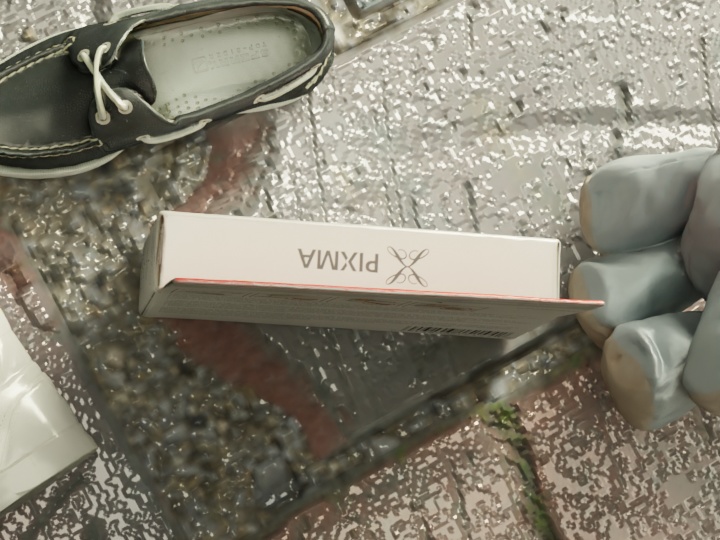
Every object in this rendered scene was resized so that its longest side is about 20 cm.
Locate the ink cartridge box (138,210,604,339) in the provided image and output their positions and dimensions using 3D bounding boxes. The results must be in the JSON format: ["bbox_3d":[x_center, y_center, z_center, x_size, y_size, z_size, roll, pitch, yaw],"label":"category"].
[{"bbox_3d":[0.000,0.000,1.014,0.198,0.176,0.045,4,82,-10],"label":"ink cartridge box"}]

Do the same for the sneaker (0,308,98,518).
[{"bbox_3d":[-0.240,0.093,1.017,0.199,0.074,0.116,-33,88,-22],"label":"sneaker"}]

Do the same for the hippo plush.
[{"bbox_3d":[0.214,-0.006,1.094,0.160,0.159,0.201,12,97,-39],"label":"hippo plush"}]

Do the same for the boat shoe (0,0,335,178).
[{"bbox_3d":[-0.109,-0.099,1.065,0.199,0.060,0.076,-20,87,-12],"label":"boat shoe"}]
